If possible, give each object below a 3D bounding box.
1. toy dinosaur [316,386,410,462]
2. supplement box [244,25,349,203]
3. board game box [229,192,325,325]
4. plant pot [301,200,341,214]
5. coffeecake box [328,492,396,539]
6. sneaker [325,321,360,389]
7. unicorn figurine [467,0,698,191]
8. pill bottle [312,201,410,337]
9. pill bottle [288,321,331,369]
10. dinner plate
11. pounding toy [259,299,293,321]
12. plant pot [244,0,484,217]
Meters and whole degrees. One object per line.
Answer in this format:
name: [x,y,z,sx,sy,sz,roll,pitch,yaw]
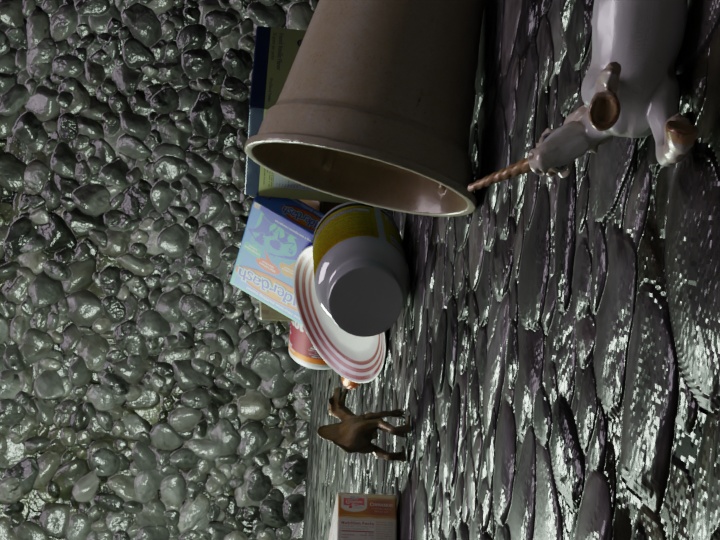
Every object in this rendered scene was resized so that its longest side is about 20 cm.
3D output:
toy dinosaur: [0.002,0.183,1.472,0.200,0.100,0.059,-107,22,-78]
supplement box: [-0.048,-0.200,1.781,0.201,0.198,0.135,102,172,-58]
board game box: [-0.096,-0.015,1.903,0.045,0.151,0.201,-56,-7,-38]
plant pot: [-0.042,-0.138,1.977,0.200,0.185,0.188,-122,33,-58]
coffeecake box: [0.000,0.378,1.536,0.154,0.072,0.201,99,174,-57]
sneaker: [-0.015,0.087,1.925,0.073,0.076,0.201,-91,6,-52]
unicorn figurine: [0.113,-0.099,0.584,0.137,0.073,0.201,-70,0,-72]
pill bottle: [0.000,0.000,1.575,0.200,0.111,0.113,-98,12,-69]
pill bottle: [-0.064,0.060,2.324,0.113,0.112,0.202,-96,11,-64]
dinner plate: [-0.024,0.057,1.826,0.200,0.024,0.202,32,133,41]
pounding toy: [-0.059,-0.010,2.047,0.201,0.182,0.143,-83,-5,-56]
plant pot: [0.022,-0.162,1.125,0.200,0.199,0.185,128,157,-82]
